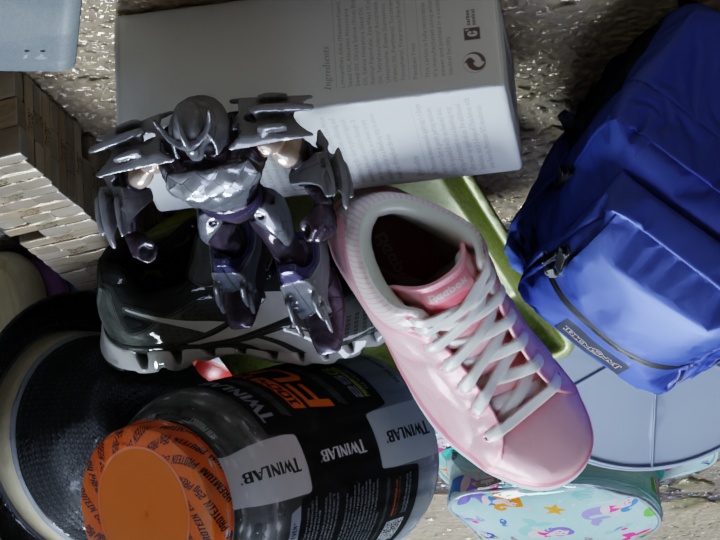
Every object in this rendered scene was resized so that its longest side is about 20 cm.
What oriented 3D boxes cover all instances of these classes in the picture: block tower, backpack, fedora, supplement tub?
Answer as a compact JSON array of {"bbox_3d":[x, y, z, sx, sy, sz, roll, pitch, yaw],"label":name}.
[{"bbox_3d":[-0.174,-0.048,1.443,0.058,0.054,0.200,-13,156,18],"label":"block tower"},{"bbox_3d":[0.162,-0.025,1.393,0.162,0.168,0.200,41,156,-1],"label":"backpack"},{"bbox_3d":[0.144,0.106,1.747,0.199,0.151,0.178,-16,153,14],"label":"backpack"},{"bbox_3d":[-0.134,0.103,1.528,0.091,0.202,0.200,-4,162,42],"label":"fedora"},{"bbox_3d":[-0.056,0.118,1.452,0.122,0.123,0.200,-22,174,36],"label":"supplement tub"}]

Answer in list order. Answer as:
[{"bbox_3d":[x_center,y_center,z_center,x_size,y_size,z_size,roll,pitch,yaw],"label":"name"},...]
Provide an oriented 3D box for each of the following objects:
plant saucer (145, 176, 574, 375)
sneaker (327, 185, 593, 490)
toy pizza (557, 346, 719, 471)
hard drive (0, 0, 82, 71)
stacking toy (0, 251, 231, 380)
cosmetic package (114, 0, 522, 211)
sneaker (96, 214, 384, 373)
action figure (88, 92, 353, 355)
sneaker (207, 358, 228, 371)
[{"bbox_3d":[0.000,0.000,1.516,0.199,0.048,0.200,-18,133,18],"label":"plant saucer"},{"bbox_3d":[0.056,0.038,1.375,0.075,0.200,0.105,-38,-178,-7],"label":"sneaker"},{"bbox_3d":[0.184,0.035,1.612,0.199,0.032,0.201,-3,117,-5],"label":"toy pizza"},{"bbox_3d":[-0.199,-0.155,1.215,0.139,0.033,0.200,0,156,-9],"label":"hard drive"},{"bbox_3d":[-0.152,0.039,1.634,0.199,0.086,0.085,7,155,-40],"label":"stacking toy"},{"bbox_3d":[-0.021,-0.092,1.340,0.199,0.072,0.102,-7,156,6],"label":"cosmetic package"},{"bbox_3d":[-0.059,0.007,1.440,0.199,0.067,0.091,-6,136,8],"label":"sneaker"},{"bbox_3d":[-0.061,-0.030,1.306,0.129,0.070,0.200,0,153,15],"label":"action figure"},{"bbox_3d":[-0.015,0.012,1.617,0.199,0.079,0.116,9,136,-24],"label":"sneaker"}]
